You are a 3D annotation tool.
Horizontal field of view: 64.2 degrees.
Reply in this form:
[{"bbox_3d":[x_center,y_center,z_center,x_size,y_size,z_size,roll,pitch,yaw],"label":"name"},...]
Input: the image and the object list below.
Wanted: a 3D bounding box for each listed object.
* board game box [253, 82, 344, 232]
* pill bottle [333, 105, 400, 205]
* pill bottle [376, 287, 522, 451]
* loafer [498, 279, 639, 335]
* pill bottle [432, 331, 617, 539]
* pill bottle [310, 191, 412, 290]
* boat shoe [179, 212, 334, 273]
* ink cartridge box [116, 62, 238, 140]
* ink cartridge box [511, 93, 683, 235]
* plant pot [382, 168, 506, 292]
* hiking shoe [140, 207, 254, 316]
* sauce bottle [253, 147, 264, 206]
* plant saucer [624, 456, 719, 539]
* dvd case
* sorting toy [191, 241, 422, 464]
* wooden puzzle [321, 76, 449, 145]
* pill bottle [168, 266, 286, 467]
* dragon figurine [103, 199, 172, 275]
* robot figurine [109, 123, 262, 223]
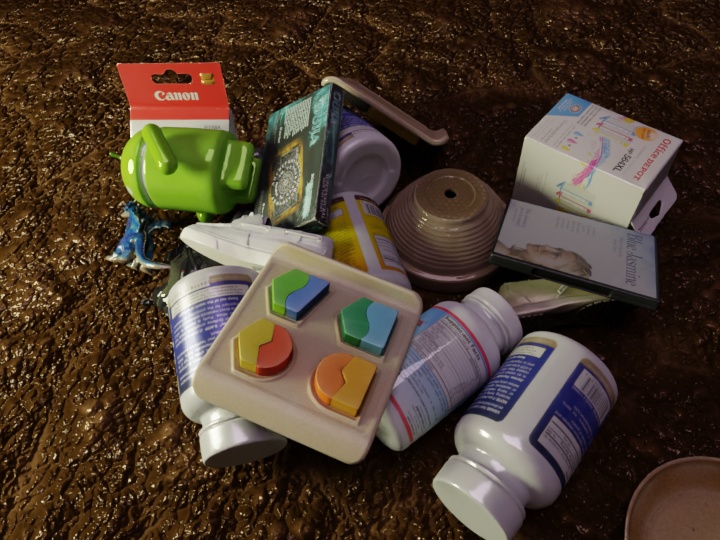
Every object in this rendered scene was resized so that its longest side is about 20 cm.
[{"bbox_3d":[-0.086,-0.141,0.779,0.135,0.028,0.202,-11,66,41],"label":"board game box"},{"bbox_3d":[-0.038,-0.184,0.868,0.119,0.120,0.200,-25,45,-15],"label":"pill bottle"},{"bbox_3d":[0.087,0.105,0.663,0.199,0.109,0.109,-32,57,-20],"label":"pill bottle"},{"bbox_3d":[0.265,0.030,0.728,0.198,0.076,0.069,-8,58,-2],"label":"loafer"},{"bbox_3d":[0.169,0.172,0.600,0.119,0.120,0.200,33,61,26],"label":"pill bottle"},{"bbox_3d":[0.000,0.000,0.748,0.108,0.110,0.201,-14,53,-7],"label":"pill bottle"},{"bbox_3d":[-0.128,-0.036,0.717,0.198,0.072,0.069,12,71,19],"label":"boat shoe"},{"bbox_3d":[-0.270,-0.206,0.866,0.159,0.201,0.050,1,45,6],"label":"ink cartridge box"},{"bbox_3d":[0.342,-0.136,0.817,0.199,0.126,0.129,32,61,26],"label":"ink cartridge box"},{"bbox_3d":[0.123,-0.076,0.809,0.199,0.093,0.202,-2,52,3],"label":"plant pot"},{"bbox_3d":[-0.219,-0.021,0.800,0.100,0.076,0.201,21,58,15],"label":"hiking shoe"},{"bbox_3d":[-0.131,-0.110,0.869,0.064,0.065,0.201,-18,54,-10],"label":"sauce bottle"},{"bbox_3d":[0.354,0.285,0.553,0.198,0.036,0.201,-2,52,2],"label":"plant saucer"},{"bbox_3d":[0.272,-0.027,0.724,0.198,0.018,0.143,17,40,13],"label":"dvd case"},{"bbox_3d":[-0.046,0.070,0.591,0.184,0.037,0.201,21,55,7],"label":"sorting toy"},{"bbox_3d":[0.040,-0.245,0.893,0.199,0.037,0.185,27,18,-3],"label":"wooden puzzle"},{"bbox_3d":[-0.148,0.109,0.654,0.119,0.120,0.201,-14,63,-7],"label":"pill bottle"},{"bbox_3d":[-0.303,-0.051,0.797,0.199,0.059,0.100,7,76,57],"label":"dragon figurine"},{"bbox_3d":[-0.244,-0.142,0.811,0.198,0.176,0.117,5,74,7],"label":"robot figurine"}]
